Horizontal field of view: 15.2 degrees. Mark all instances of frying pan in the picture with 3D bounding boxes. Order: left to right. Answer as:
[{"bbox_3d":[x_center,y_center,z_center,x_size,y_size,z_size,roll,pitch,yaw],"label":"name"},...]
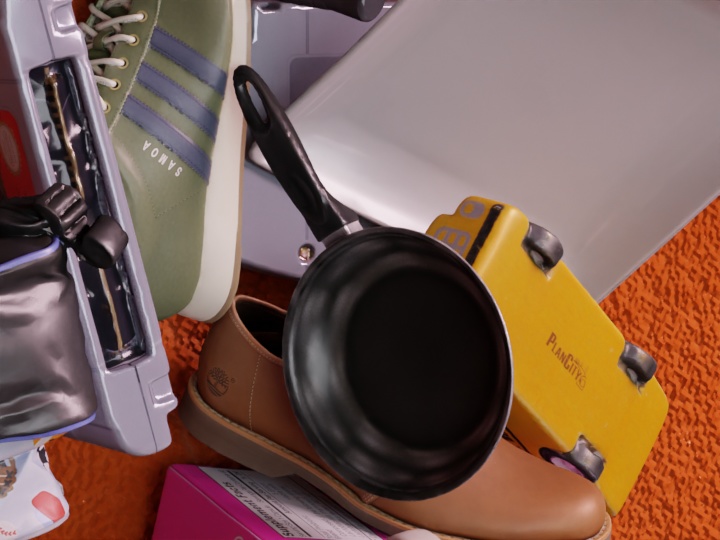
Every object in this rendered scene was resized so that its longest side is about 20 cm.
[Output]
[{"bbox_3d":[-0.007,0.014,1.137,0.031,0.190,0.115,-10,138,-54],"label":"frying pan"}]

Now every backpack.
[{"bbox_3d":[-0.204,0.042,1.035,0.200,0.190,0.154,-11,107,-24],"label":"backpack"}]

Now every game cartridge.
[{"bbox_3d":[-0.139,-0.026,1.096,0.041,0.133,0.200,-21,105,-27],"label":"game cartridge"},{"bbox_3d":[0.018,-0.059,1.245,0.200,0.040,0.133,-3,94,-30],"label":"game cartridge"}]

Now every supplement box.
[{"bbox_3d":[0.009,0.155,1.218,0.200,0.103,0.101,7,103,-30],"label":"supplement box"}]

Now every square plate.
[{"bbox_3d":[0.085,-0.079,1.188,0.200,0.028,0.198,26,126,-30],"label":"square plate"}]

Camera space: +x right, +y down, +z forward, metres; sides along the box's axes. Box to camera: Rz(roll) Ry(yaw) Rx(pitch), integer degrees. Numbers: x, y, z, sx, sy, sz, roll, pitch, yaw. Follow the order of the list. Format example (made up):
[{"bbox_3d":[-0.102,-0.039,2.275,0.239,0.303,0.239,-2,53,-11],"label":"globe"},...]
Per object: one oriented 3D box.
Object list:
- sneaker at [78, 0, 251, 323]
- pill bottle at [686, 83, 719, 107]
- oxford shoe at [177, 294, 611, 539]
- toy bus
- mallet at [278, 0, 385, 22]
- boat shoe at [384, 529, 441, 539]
[{"bbox_3d":[-0.100,-0.073,1.152,0.090,0.067,0.200,-4,99,-33],"label":"sneaker"},{"bbox_3d":[0.146,-0.181,1.249,0.120,0.120,0.200,-19,100,-28],"label":"pill bottle"},{"bbox_3d":[0.020,0.069,1.178,0.200,0.071,0.071,21,117,6],"label":"oxford shoe"},{"bbox_3d":[0.073,0.039,1.225,0.065,0.078,0.200,-61,140,-15],"label":"toy bus"},{"bbox_3d":[-0.068,-0.136,1.098,0.041,0.200,0.066,39,65,-52],"label":"mallet"},{"bbox_3d":[-0.007,0.208,1.120,0.093,0.075,0.200,-10,113,-34],"label":"boat shoe"}]
